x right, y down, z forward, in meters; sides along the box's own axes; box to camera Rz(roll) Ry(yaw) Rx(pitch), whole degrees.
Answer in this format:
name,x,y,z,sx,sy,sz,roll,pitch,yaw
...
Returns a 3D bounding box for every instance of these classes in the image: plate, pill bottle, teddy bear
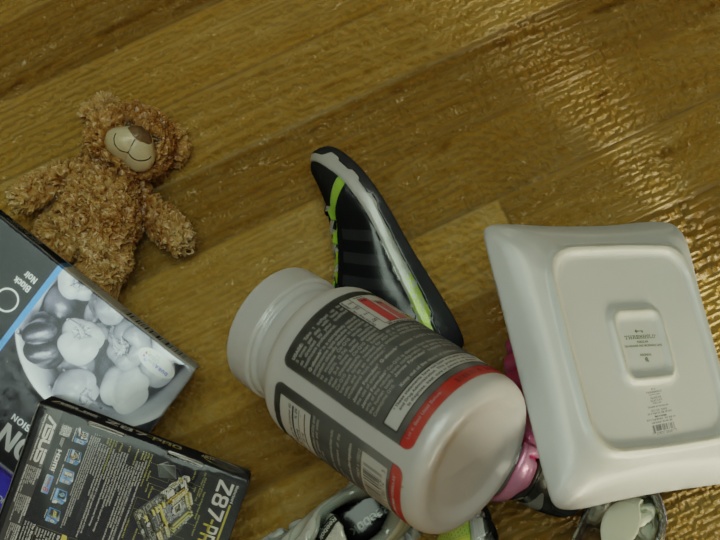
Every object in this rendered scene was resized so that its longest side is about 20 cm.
name,x,y,z,sx,sy,sz,roll,pitch,yaw
plate,0.190,0.057,1.007,0.198,0.032,0.202,-1,72,-37
pill bottle,0.006,0.081,0.980,0.199,0.116,0.116,32,79,36
teddy bear,-0.203,-0.041,1.102,0.145,0.067,0.200,40,82,10

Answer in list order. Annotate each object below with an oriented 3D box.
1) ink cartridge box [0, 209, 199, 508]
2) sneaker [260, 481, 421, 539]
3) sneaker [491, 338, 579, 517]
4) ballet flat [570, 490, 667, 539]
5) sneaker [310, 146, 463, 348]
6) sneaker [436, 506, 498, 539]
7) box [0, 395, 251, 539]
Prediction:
name,x,y,z,sx,sy,sz,roll,pitch,yaw
ink cartridge box,-0.255,0.091,1.054,0.197,0.043,0.201,37,90,0
sneaker,-0.037,0.207,1.021,0.200,0.081,0.075,-40,78,-5
sneaker,0.152,0.088,1.049,0.095,0.079,0.202,29,70,-19
ballet flat,0.155,0.222,0.980,0.071,0.072,0.201,27,61,10
sneaker,0.000,0.000,1.075,0.082,0.072,0.201,-31,75,-1
sneaker,0.057,0.242,1.008,0.089,0.078,0.202,-5,73,12
box,-0.184,0.211,1.013,0.160,0.049,0.202,20,90,-1
